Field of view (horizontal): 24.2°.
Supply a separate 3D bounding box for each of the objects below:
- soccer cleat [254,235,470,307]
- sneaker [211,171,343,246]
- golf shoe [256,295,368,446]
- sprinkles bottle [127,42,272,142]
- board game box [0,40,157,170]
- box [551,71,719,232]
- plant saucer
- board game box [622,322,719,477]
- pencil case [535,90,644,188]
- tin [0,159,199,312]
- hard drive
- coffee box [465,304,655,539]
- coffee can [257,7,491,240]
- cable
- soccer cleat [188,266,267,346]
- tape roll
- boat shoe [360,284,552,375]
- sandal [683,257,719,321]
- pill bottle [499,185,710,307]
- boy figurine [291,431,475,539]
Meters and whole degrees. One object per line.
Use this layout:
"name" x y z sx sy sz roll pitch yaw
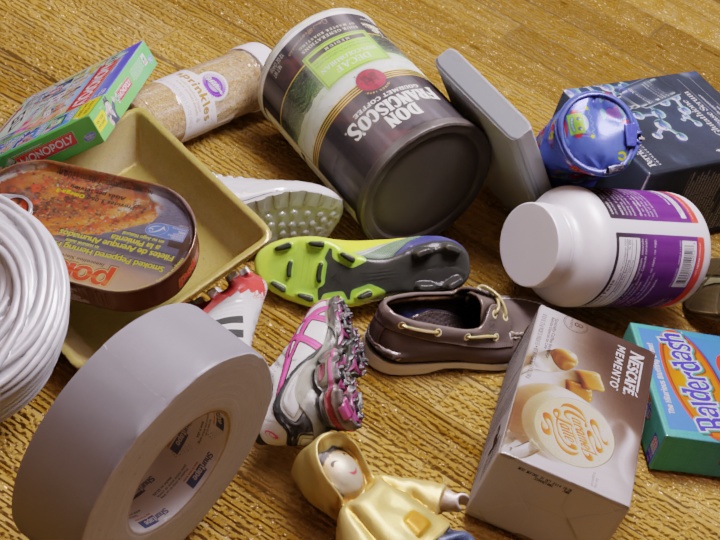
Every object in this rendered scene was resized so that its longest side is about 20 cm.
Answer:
"soccer cleat" 0.000 0.001 1.531 0.199 0.065 0.084 -1 0 -11
"sneaker" -0.110 -0.059 1.537 0.199 0.077 0.081 -5 37 -29
"golf shoe" -0.045 0.079 1.384 0.092 0.073 0.200 -19 18 10
"sprinkles bottle" -0.161 -0.167 1.653 0.068 0.068 0.200 36 40 22
"board game box" -0.266 -0.137 1.505 0.134 0.029 0.200 -24 20 17
"box" 0.310 -0.117 1.763 0.199 0.107 0.149 -12 47 -34
"plant saucer" -0.206 -0.020 1.419 0.200 0.049 0.200 -36 58 -19
"board game box" 0.343 0.124 1.521 0.199 0.045 0.152 8 38 -13
"pencil case" 0.210 -0.115 1.599 0.086 0.078 0.200 7 -6 -4
"tin" -0.228 -0.027 1.375 0.199 0.042 0.112 14 53 15
"hard drive" 0.139 -0.112 1.625 0.026 0.200 0.132 -37 55 -5
"coffee box" 0.170 0.133 1.400 0.114 0.080 0.200 24 38 0
"coffee can" 0.010 -0.139 1.628 0.146 0.147 0.200 -12 45 -34
"cable" -0.318 0.031 1.279 0.200 0.069 0.200 29 60 21
"soccer cleat" -0.117 0.063 1.389 0.085 0.069 0.200 54 24 -6
"tape roll" -0.149 0.124 1.177 0.066 0.201 0.200 35 39 19
"boat shoe" 0.095 0.047 1.499 0.199 0.060 0.072 -4 42 -28
"sandal" 0.382 0.035 1.591 0.054 0.081 0.200 31 -4 -25
"pill bottle" 0.227 -0.022 1.575 0.199 0.113 0.113 2 38 -39
"boy figurine" 0.034 0.195 1.283 0.200 0.065 0.124 38 44 20
